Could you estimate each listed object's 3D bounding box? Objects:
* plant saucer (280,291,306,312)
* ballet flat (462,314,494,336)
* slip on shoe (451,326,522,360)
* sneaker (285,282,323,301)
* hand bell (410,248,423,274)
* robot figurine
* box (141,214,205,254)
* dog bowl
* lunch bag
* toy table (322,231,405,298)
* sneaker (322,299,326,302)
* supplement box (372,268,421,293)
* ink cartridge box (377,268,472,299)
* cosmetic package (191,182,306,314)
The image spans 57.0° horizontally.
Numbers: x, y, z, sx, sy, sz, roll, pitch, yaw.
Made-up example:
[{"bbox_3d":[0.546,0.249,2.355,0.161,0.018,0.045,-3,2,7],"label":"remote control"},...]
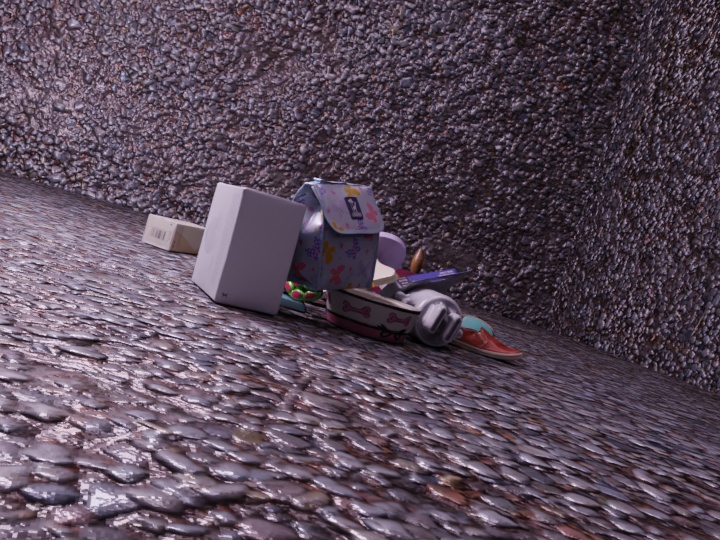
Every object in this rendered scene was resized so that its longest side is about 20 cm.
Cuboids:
[{"bbox_3d":[-0.160,0.057,1.422,0.070,0.019,0.200,17,1,-14],"label":"plant saucer"},{"bbox_3d":[0.272,0.151,1.819,0.199,0.071,0.065,22,-11,17],"label":"ballet flat"},{"bbox_3d":[0.291,0.168,1.583,0.199,0.061,0.074,19,1,13],"label":"slip on shoe"},{"bbox_3d":[-0.128,0.019,1.407,0.084,0.077,0.200,11,6,-34],"label":"sneaker"},{"bbox_3d":[0.146,0.036,1.903,0.104,0.201,0.104,18,3,-1],"label":"hand bell"},{"bbox_3d":[0.151,0.101,1.465,0.169,0.113,0.200,37,-4,-17],"label":"robot figurine"},{"bbox_3d":[-0.497,-0.096,1.825,0.095,0.078,0.200,18,2,18],"label":"box"},{"bbox_3d":[0.017,0.086,1.339,0.199,0.074,0.200,16,3,-1],"label":"dog bowl"},{"bbox_3d":[-0.048,-0.068,1.259,0.127,0.201,0.169,14,9,39],"label":"lunch bag"},{"bbox_3d":[0.000,0.000,1.479,0.184,0.200,0.117,51,29,-27],"label":"toy table"},{"bbox_3d":[-0.102,0.047,1.553,0.199,0.071,0.083,30,37,-16],"label":"sneaker"},{"bbox_3d":[0.087,0.059,1.746,0.199,0.111,0.086,16,-33,-20],"label":"supplement box"},{"bbox_3d":[0.138,0.042,1.593,0.199,0.041,0.200,-9,-22,-37],"label":"ink cartridge box"},{"bbox_3d":[-0.208,-0.045,1.210,0.123,0.200,0.200,14,3,-25],"label":"cosmetic package"}]
